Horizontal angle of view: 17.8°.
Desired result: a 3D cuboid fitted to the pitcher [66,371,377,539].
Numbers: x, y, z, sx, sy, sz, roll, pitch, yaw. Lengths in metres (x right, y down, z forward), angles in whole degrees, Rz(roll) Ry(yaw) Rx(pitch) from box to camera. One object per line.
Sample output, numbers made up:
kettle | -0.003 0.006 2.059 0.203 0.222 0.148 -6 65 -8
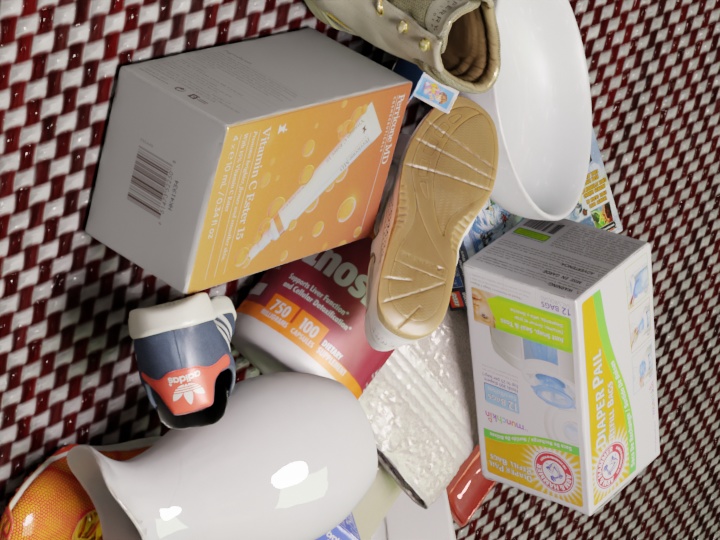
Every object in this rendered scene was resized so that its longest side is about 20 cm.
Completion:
pitcher | -0.090 0.168 1.603 0.199 0.121 0.172 -19 118 -27

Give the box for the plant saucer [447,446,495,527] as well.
plant saucer | 0.110 0.111 2.072 0.200 0.037 0.200 -54 151 -12

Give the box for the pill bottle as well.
pill bottle | 0.000 0.000 1.719 0.200 0.113 0.113 -53 150 -13

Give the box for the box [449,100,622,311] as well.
box | 0.126 -0.064 1.865 0.200 0.040 0.137 -26 103 -45

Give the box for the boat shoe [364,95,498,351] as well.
boat shoe | 0.041 -0.033 1.640 0.069 0.071 0.201 -40 -155 58

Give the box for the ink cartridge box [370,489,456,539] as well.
ink cartridge box | 0.050 0.283 2.008 0.084 0.146 0.200 -9 141 1

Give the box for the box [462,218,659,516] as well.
box | 0.159 0.073 1.798 0.101 0.112 0.201 -34 130 -40

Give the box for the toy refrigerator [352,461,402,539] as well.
toy refrigerator | 0.006 0.144 1.896 0.200 0.076 0.070 -56 151 -7

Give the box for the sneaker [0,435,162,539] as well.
sneaker | -0.174 0.163 1.632 0.200 0.077 0.073 -14 130 -50

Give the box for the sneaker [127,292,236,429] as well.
sneaker | -0.117 0.064 1.558 0.200 0.075 0.085 14 62 -86

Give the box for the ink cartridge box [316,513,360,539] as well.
ink cartridge box | -0.062 0.227 1.786 0.200 0.042 0.119 -48 -164 7

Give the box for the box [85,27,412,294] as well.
box | -0.073 -0.077 1.549 0.200 0.097 0.125 -19 132 -50

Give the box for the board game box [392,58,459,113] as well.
board game box | 0.074 -0.182 1.655 0.201 0.039 0.158 -62 -172 5

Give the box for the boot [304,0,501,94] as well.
boot | 0.006 -0.198 1.500 0.072 0.154 0.200 -51 144 -8

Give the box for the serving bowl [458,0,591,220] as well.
serving bowl | 0.114 -0.135 1.773 0.200 0.066 0.201 20 68 -61

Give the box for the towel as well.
towel | 0.037 0.075 1.821 0.133 0.034 0.200 -47 114 -18
